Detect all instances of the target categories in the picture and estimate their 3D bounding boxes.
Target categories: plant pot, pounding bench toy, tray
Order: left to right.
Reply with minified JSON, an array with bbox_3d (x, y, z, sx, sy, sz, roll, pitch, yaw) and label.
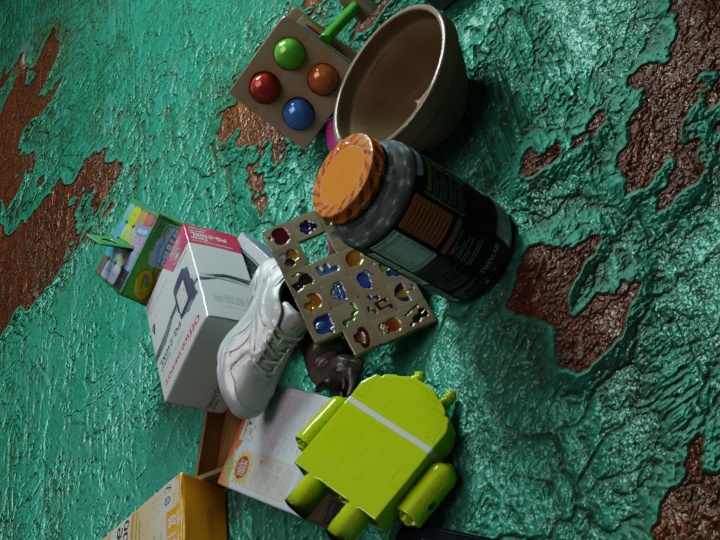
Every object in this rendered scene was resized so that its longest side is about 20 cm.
[{"bbox_3d":[-0.155,0.168,1.691,0.098,0.037,0.201,-26,48,43],"label":"tray"},{"bbox_3d":[-0.059,-0.284,1.754,0.200,0.124,0.156,-52,6,14],"label":"pounding bench toy"},{"bbox_3d":[0.064,-0.210,1.611,0.200,0.092,0.202,-34,41,36],"label":"plant pot"}]

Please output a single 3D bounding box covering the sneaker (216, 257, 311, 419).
[{"bbox_3d":[-0.102,0.074,1.538,0.099,0.078,0.201,-9,61,56],"label":"sneaker"}]

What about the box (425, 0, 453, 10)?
[{"bbox_3d":[0.137,-0.458,1.730,0.157,0.050,0.201,-33,42,38],"label":"box"}]

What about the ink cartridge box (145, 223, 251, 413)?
[{"bbox_3d":[-0.200,0.060,1.700,0.145,0.084,0.200,-62,30,27],"label":"ink cartridge box"}]

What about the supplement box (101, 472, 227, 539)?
[{"bbox_3d":[-0.251,0.358,1.650,0.200,0.073,0.126,-42,37,29],"label":"supplement box"}]

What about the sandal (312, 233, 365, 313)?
[{"bbox_3d":[0.004,-0.021,1.575,0.077,0.070,0.212,21,62,15],"label":"sandal"}]

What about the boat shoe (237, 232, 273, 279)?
[{"bbox_3d":[-0.121,0.016,1.734,0.066,0.070,0.200,-56,40,7],"label":"boat shoe"}]

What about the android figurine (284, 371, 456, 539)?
[{"bbox_3d":[0.017,0.186,1.373,0.182,0.041,0.200,27,66,36],"label":"android figurine"}]

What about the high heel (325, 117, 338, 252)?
[{"bbox_3d":[-0.028,-0.109,1.691,0.096,0.067,0.201,-39,51,15],"label":"high heel"}]

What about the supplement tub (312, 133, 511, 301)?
[{"bbox_3d":[0.054,-0.058,1.413,0.122,0.199,0.123,-34,41,36],"label":"supplement tub"}]

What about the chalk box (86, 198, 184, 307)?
[{"bbox_3d":[-0.280,-0.016,1.847,0.125,0.199,0.124,27,89,57],"label":"chalk box"}]

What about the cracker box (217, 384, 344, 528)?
[{"bbox_3d":[-0.072,0.208,1.525,0.200,0.058,0.135,6,71,56],"label":"cracker box"}]

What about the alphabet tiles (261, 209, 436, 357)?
[{"bbox_3d":[0.000,0.000,1.514,0.166,0.008,0.201,-22,58,-9],"label":"alphabet tiles"}]

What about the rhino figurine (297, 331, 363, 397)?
[{"bbox_3d":[-0.035,0.088,1.556,0.088,0.060,0.200,-49,32,15],"label":"rhino figurine"}]

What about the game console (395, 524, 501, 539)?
[{"bbox_3d":[0.043,0.313,1.233,0.199,0.118,0.172,-2,65,53],"label":"game console"}]
